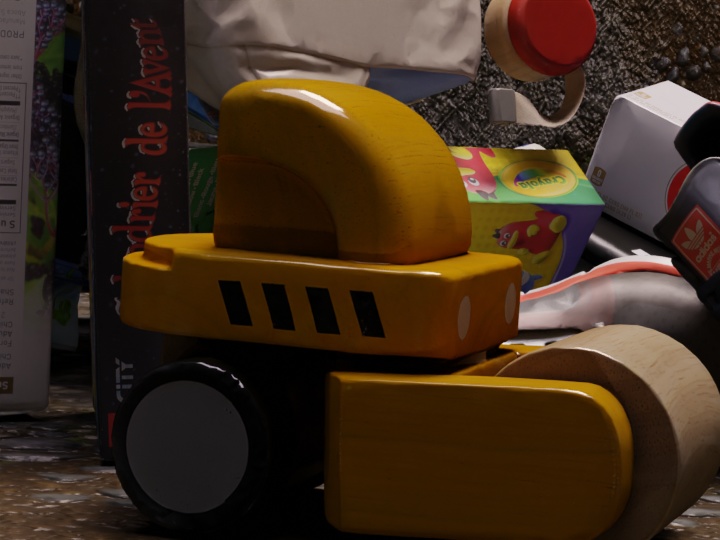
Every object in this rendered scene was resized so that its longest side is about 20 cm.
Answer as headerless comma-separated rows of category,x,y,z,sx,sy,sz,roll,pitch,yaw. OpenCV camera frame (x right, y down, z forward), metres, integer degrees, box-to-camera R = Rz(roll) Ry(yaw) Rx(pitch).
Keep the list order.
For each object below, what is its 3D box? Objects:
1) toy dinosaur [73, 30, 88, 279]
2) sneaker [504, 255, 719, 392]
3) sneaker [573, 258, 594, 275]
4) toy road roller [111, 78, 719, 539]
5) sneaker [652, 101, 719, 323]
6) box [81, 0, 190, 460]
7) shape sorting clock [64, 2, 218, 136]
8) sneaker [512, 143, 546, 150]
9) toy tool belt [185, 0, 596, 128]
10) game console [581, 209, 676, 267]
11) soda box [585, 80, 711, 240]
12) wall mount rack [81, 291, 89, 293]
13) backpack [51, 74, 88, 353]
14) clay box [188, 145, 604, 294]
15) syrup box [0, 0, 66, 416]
toy dinosaur,-0.096,-0.010,1.174,0.047,0.200,0.088,-13,32,38
sneaker,0.070,0.043,1.051,0.200,0.077,0.082,-2,19,27
sneaker,0.057,-0.004,1.405,0.146,0.081,0.200,8,11,6
toy road roller,0.017,0.012,0.834,0.200,0.146,0.123,5,6,18
sneaker,0.156,0.007,0.972,0.084,0.075,0.200,24,33,-17
box,-0.088,-0.035,0.995,0.038,0.200,0.137,-2,6,-8
shape sorting clock,-0.130,-0.111,1.270,0.200,0.039,0.200,17,-4,1
sneaker,0.015,-0.015,1.291,0.200,0.075,0.088,-6,34,28
toy tool belt,-0.006,-0.108,1.158,0.200,0.125,0.123,1,-8,-30
game console,0.200,0.006,1.336,0.200,0.031,0.177,32,25,32
soda box,0.217,-0.026,1.302,0.200,0.064,0.068,29,23,24
wall mount rack,-0.165,-0.058,1.403,0.200,0.174,0.075,3,36,3
backpack,-0.219,-0.041,1.235,0.183,0.147,0.200,16,-2,-37
clay box,0.000,0.000,1.142,0.200,0.115,0.048,-1,41,-30
syrup box,-0.173,-0.043,1.044,0.081,0.200,0.079,0,6,-25
